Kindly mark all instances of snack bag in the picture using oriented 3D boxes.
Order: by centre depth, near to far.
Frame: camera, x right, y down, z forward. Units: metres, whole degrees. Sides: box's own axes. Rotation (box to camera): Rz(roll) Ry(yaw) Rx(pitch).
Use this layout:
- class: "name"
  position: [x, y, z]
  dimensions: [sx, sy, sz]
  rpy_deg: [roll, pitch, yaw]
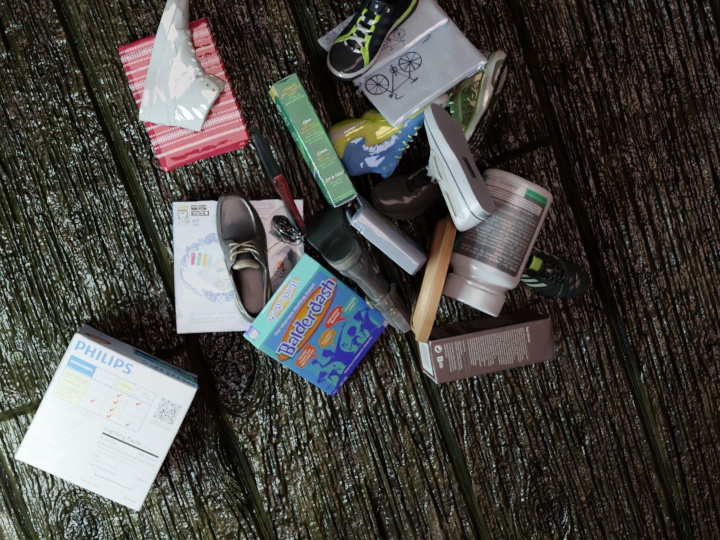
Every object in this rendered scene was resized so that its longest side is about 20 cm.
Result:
- class: "snack bag"
  position: [0.064, -0.333, 1.538]
  dimensions: [0.188, 0.021, 0.200]
  rpy_deg: [-35, 73, -6]

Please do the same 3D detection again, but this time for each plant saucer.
- class: "plant saucer"
  position: [0.109, 0.009, 1.527]
  dimensions: [0.032, 0.200, 0.201]
  rpy_deg: [13, 92, 2]

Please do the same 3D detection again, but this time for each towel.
- class: "towel"
  position: [-0.265, -0.263, 1.527]
  dimensions: [0.144, 0.022, 0.201]
  rpy_deg: [-20, 96, -6]

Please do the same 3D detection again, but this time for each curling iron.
- class: "curling iron"
  position: [-0.128, -0.130, 1.524]
  dimensions: [0.049, 0.026, 0.201]
  rpy_deg: [-7, 70, -37]

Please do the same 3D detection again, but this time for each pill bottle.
- class: "pill bottle"
  position: [0.200, -0.041, 1.510]
  dimensions: [0.113, 0.113, 0.201]
  rpy_deg: [23, 89, -11]

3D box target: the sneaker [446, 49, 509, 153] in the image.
- class: "sneaker"
  position: [0.165, -0.262, 1.592]
  dimensions: [0.088, 0.077, 0.201]
  rpy_deg: [24, 92, 20]

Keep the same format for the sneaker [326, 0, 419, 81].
- class: "sneaker"
  position: [0.013, -0.376, 1.501]
  dimensions: [0.072, 0.083, 0.200]
  rpy_deg: [32, 78, 17]

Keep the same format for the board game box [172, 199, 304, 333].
- class: "board game box"
  position: [-0.185, -0.008, 1.551]
  dimensions: [0.199, 0.043, 0.200]
  rpy_deg: [-1, 93, -10]

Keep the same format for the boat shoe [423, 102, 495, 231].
- class: "boat shoe"
  position: [0.130, -0.151, 1.482]
  dimensions: [0.066, 0.072, 0.201]
  rpy_deg: [-35, 70, 31]

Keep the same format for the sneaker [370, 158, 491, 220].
- class: "sneaker"
  position: [0.111, -0.137, 1.556]
  dimensions: [0.199, 0.091, 0.076]
  rpy_deg: [-13, 64, -17]

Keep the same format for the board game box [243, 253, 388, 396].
- class: "board game box"
  position: [-0.062, 0.086, 1.528]
  dimensions: [0.152, 0.045, 0.200]
  rpy_deg: [-53, 136, -2]

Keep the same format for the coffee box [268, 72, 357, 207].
- class: "coffee box"
  position: [-0.073, -0.194, 1.517]
  dimensions: [0.044, 0.123, 0.201]
  rpy_deg: [-28, 100, -3]

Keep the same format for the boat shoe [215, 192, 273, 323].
- class: "boat shoe"
  position: [-0.166, -0.018, 1.494]
  dimensions: [0.074, 0.073, 0.201]
  rpy_deg: [-16, 97, -10]

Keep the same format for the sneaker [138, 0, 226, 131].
- class: "sneaker"
  position: [-0.249, -0.307, 1.484]
  dimensions: [0.115, 0.074, 0.201]
  rpy_deg: [13, 102, -9]

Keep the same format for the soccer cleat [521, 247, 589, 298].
- class: "soccer cleat"
  position: [0.282, -0.004, 1.614]
  dimensions: [0.199, 0.081, 0.068]
  rpy_deg: [23, 91, -11]

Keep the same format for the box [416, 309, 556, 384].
- class: "box"
  position: [0.197, 0.118, 1.601]
  dimensions: [0.199, 0.100, 0.075]
  rpy_deg: [-12, 98, -8]

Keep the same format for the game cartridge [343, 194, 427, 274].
- class: "game cartridge"
  position: [0.038, -0.054, 1.507]
  dimensions: [0.133, 0.200, 0.040]
  rpy_deg: [43, 95, -12]

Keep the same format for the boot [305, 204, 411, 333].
- class: "boot"
  position: [0.000, 0.000, 1.539]
  dimensions: [0.069, 0.200, 0.174]
  rpy_deg: [-37, 123, 7]

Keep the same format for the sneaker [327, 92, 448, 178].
- class: "sneaker"
  position: [0.051, -0.208, 1.570]
  dimensions: [0.199, 0.076, 0.105]
  rpy_deg: [-20, 112, -3]

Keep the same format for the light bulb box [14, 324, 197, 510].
- class: "light bulb box"
  position: [-0.369, 0.214, 1.496]
  dimensions: [0.198, 0.125, 0.201]
  rpy_deg: [26, 89, -10]
